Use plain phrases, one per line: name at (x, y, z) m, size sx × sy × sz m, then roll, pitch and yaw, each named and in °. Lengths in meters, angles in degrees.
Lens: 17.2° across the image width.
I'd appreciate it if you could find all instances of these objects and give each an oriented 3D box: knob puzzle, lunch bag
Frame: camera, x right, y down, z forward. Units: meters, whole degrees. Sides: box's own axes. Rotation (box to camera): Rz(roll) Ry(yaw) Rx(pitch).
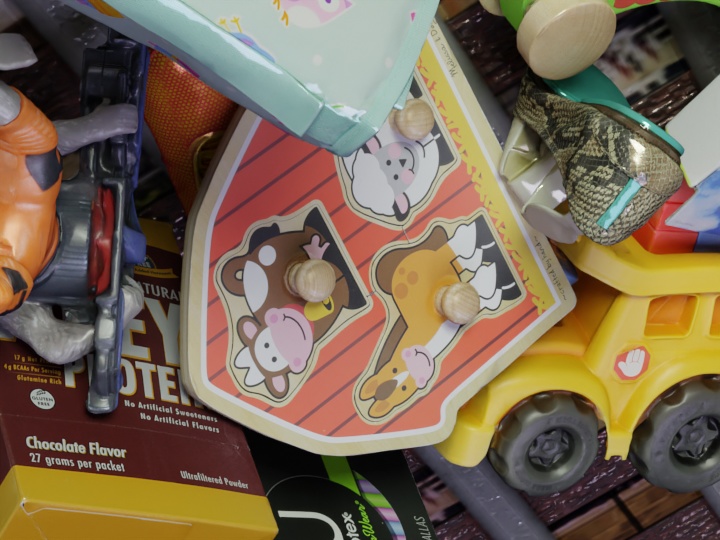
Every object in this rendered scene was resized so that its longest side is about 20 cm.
knob puzzle at (0.000, 0.000, 1.118) m, size 0.218 × 0.030 × 0.222 m, roll -4°, pitch 97°, yaw -31°
lunch bag at (-0.058, -0.139, 0.903) m, size 0.170 × 0.201 × 0.122 m, roll 33°, pitch 116°, yaw -19°

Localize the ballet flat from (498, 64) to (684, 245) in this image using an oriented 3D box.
ballet flat at (0.099, -0.054, 1.119) m, size 0.068 × 0.200 × 0.076 m, roll 33°, pitch 100°, yaw -13°

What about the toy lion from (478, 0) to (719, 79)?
toy lion at (0.163, -0.189, 1.080) m, size 0.199 × 0.069 × 0.193 m, roll -12°, pitch 139°, yaw -27°

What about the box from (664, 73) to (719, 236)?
box at (0.243, -0.090, 1.154) m, size 0.121 × 0.048 × 0.200 m, roll 9°, pitch 139°, yaw -40°

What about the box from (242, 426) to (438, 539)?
box at (-0.055, 0.147, 1.251) m, size 0.148 × 0.201 × 0.125 m, roll 6°, pitch 134°, yaw -31°

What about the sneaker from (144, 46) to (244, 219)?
sneaker at (-0.055, -0.041, 1.141) m, size 0.072 × 0.077 × 0.201 m, roll -21°, pitch 135°, yaw -1°

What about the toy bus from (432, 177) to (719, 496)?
toy bus at (0.131, 0.008, 1.258) m, size 0.198 × 0.136 × 0.193 m, roll -1°, pitch 122°, yaw -22°

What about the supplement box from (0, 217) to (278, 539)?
supplement box at (-0.164, 0.104, 1.149) m, size 0.132 × 0.201 × 0.198 m, roll 10°, pitch 129°, yaw -33°

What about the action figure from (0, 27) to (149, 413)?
action figure at (-0.148, -0.046, 1.031) m, size 0.104 × 0.202 × 0.194 m, roll 3°, pitch 169°, yaw 9°
